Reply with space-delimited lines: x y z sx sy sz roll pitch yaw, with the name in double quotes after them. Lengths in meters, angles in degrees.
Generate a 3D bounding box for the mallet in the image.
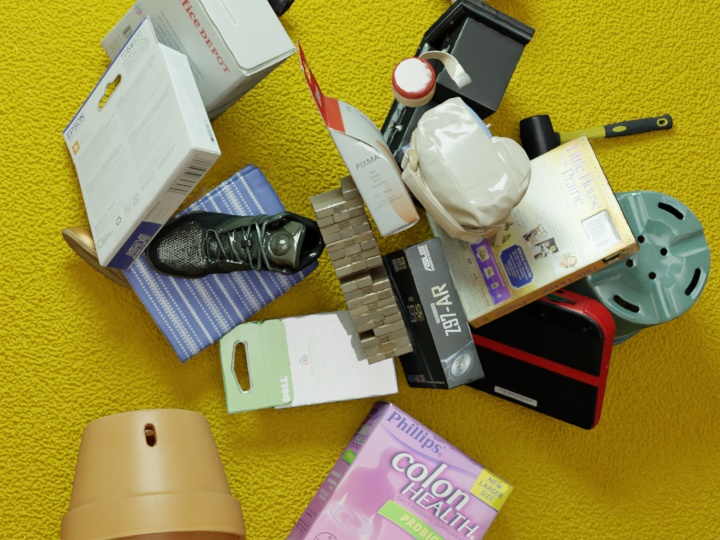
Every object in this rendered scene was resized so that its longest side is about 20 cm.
0.291 -0.159 1.710 0.199 0.041 0.066 -3 87 -14 "mallet"

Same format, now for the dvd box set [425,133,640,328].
0.185 -0.043 1.523 0.200 0.029 0.147 -27 63 12 "dvd box set"

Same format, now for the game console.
0.186 0.083 1.587 0.200 0.177 0.031 19 44 22 "game console"

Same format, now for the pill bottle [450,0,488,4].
0.114 -0.417 1.651 0.116 0.116 0.200 -26 91 -11 "pill bottle"

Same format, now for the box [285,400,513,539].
0.044 0.281 1.606 0.176 0.097 0.200 35 81 -6 "box"

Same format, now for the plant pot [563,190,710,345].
0.299 -0.009 1.619 0.200 0.196 0.201 1 86 -11 "plant pot"

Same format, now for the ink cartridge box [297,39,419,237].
-0.004 -0.150 1.481 0.050 0.162 0.200 -23 109 4 "ink cartridge box"

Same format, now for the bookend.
0.094 -0.186 1.592 0.092 0.199 0.200 25 84 -8 "bookend"

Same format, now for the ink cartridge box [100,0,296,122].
-0.181 -0.248 1.540 0.087 0.200 0.146 -33 92 -37 "ink cartridge box"

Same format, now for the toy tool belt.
0.095 -0.121 1.483 0.125 0.123 0.200 -32 76 -8 "toy tool belt"

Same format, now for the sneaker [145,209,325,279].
-0.129 -0.030 1.515 0.199 0.114 0.076 -1 88 -18 "sneaker"

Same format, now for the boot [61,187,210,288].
-0.224 -0.039 1.599 0.201 0.071 0.144 33 76 -11 "boot"

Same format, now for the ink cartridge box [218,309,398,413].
-0.061 0.103 1.615 0.199 0.059 0.104 -7 88 -6 "ink cartridge box"

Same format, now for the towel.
-0.160 -0.011 1.575 0.200 0.024 0.145 -35 100 -16 "towel"

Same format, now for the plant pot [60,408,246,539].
-0.230 0.236 1.524 0.199 0.200 0.140 -4 70 -10 "plant pot"

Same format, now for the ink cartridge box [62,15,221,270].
-0.240 -0.137 1.507 0.041 0.200 0.200 10 46 -41 "ink cartridge box"

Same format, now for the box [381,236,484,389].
0.071 0.051 1.572 0.043 0.200 0.161 -18 90 -11 "box"

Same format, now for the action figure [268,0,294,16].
-0.164 -0.370 1.625 0.130 0.069 0.200 -41 91 -5 "action figure"

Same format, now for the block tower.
0.000 0.000 1.518 0.058 0.054 0.200 -18 112 0 "block tower"
